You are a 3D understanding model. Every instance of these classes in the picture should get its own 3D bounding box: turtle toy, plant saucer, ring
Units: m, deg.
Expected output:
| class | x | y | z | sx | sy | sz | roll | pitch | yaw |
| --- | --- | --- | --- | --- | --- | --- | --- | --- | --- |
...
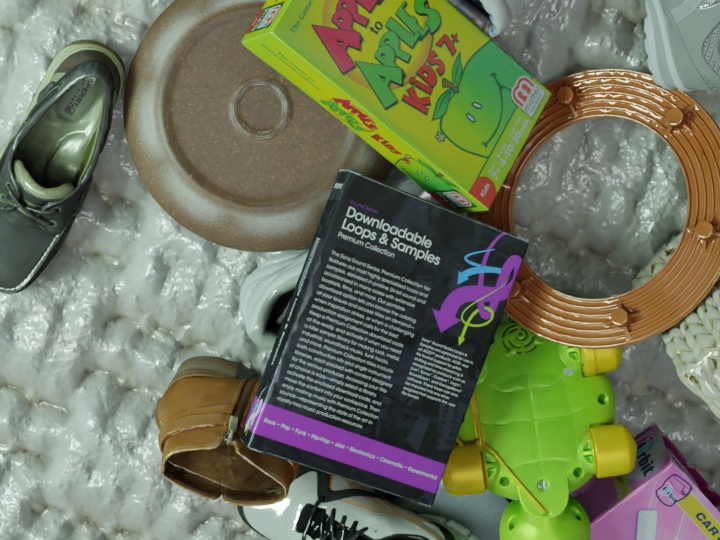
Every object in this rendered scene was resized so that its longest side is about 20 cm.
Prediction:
| class | x | y | z | sx | sy | sz | roll | pitch | yaw |
| --- | --- | --- | --- | --- | --- | --- | --- | --- | --- |
| turtle toy | 0.128 | 0.127 | 1.159 | 0.145 | 0.101 | 0.201 | -7 | 81 | 2 |
| plant saucer | -0.068 | -0.112 | 1.086 | 0.200 | 0.037 | 0.201 | 0 | 93 | -1 |
| ring | 0.165 | -0.045 | 1.092 | 0.200 | 0.019 | 0.201 | -5 | 80 | 27 |

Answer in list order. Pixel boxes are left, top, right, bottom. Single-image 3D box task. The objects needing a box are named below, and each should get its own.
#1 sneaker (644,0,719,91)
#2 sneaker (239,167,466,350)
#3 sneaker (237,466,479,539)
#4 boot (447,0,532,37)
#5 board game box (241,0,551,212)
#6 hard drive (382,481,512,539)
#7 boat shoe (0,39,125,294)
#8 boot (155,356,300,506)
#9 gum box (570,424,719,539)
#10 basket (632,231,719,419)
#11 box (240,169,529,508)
| class | x | y | z | sx | sy | sz | roll | pitch | yaw |
| --- | --- | --- | --- | --- | --- | --- | --- | --- | --- |
| sneaker | 0.223 | -0.199 | 1.003 | 0.075 | 0.082 | 0.200 | -51 | 138 | -26 |
| sneaker | 0.000 | 0.000 | 1.123 | 0.200 | 0.099 | 0.078 | -38 | 106 | 10 |
| sneaker | -0.004 | 0.195 | 1.175 | 0.200 | 0.080 | 0.074 | 15 | 92 | 16 |
| boot | 0.051 | -0.249 | 1.038 | 0.200 | 0.074 | 0.096 | 42 | 74 | -16 |
| board game box | 0.028 | -0.137 | 1.056 | 0.200 | 0.048 | 0.102 | 37 | 73 | -25 |
| hard drive | 0.044 | 0.244 | 1.245 | 0.200 | 0.033 | 0.140 | -35 | 107 | 10 |
| boat shoe | -0.228 | -0.068 | 1.108 | 0.072 | 0.066 | 0.201 | 26 | 106 | -11 |
| boot | -0.050 | 0.121 | 1.133 | 0.199 | 0.155 | 0.074 | 2 | 110 | -3 |
| gum box | 0.255 | 0.236 | 1.232 | 0.113 | 0.066 | 0.200 | -39 | 106 | 12 |
| basket | 0.321 | 0.045 | 1.101 | 0.161 | 0.198 | 0.200 | -42 | 107 | 14 |
| box | 0.018 | 0.047 | 1.072 | 0.143 | 0.036 | 0.200 | 21 | 91 | -18 |
